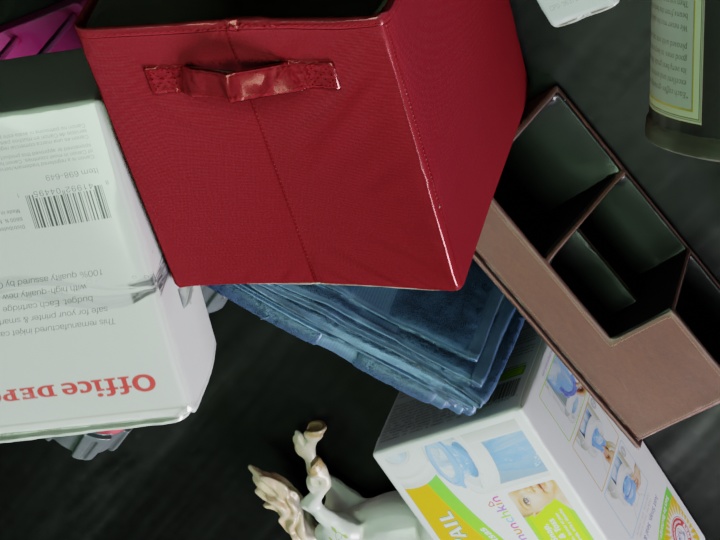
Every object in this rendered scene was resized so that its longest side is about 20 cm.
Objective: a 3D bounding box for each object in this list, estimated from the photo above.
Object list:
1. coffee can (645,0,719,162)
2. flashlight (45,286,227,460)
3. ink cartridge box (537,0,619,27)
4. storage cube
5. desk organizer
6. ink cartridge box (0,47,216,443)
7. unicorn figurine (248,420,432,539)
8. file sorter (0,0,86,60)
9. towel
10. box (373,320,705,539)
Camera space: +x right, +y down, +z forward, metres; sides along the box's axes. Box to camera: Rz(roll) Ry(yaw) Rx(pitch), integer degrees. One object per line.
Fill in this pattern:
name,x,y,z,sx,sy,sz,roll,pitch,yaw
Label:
coffee can,0.207,-0.159,1.016,0.146,0.146,0.201,4,105,19
flashlight,-0.143,0.042,1.398,0.068,0.068,0.200,35,131,-3
ink cartridge box,0.076,-0.243,1.012,0.043,0.198,0.200,-19,116,28
storage cube,-0.021,-0.113,1.153,0.171,0.200,0.180,0,132,21
desk organizer,0.136,-0.002,1.253,0.077,0.072,0.200,-30,111,33
ink cartridge box,-0.174,-0.012,1.198,0.145,0.085,0.200,-7,118,12
unicorn figurine,0.031,0.166,1.428,0.200,0.074,0.138,9,129,38
file sorter,-0.231,-0.052,1.322,0.200,0.126,0.139,-16,118,30
towel,0.000,0.000,1.279,0.200,0.112,0.049,27,137,1
box,0.114,0.141,1.348,0.112,0.101,0.200,-21,116,32
